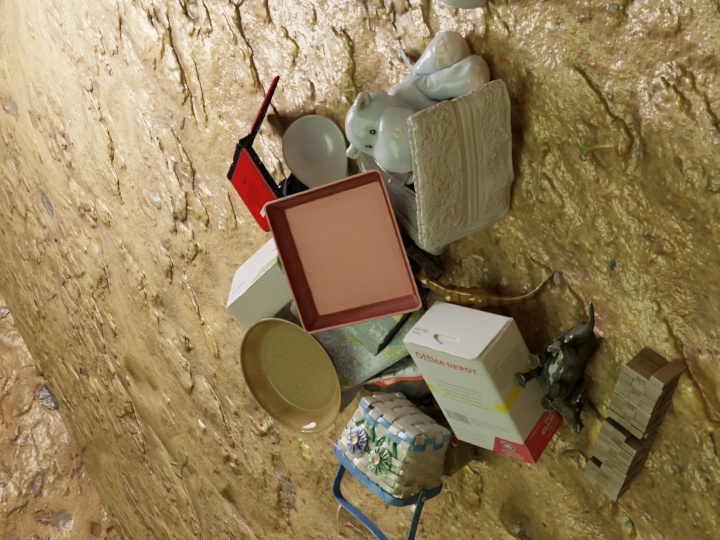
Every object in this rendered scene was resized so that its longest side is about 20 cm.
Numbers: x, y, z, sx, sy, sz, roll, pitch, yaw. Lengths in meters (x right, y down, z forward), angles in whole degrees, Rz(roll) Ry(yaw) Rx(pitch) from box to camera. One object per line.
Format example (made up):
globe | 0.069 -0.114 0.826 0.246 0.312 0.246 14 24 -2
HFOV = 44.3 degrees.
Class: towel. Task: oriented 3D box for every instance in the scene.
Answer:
towel | 0.124 -0.122 1.076 0.035 0.131 0.202 50 158 45
towel | 0.002 0.075 1.378 0.199 0.048 0.173 -33 87 25

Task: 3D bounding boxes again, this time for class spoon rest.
spoon rest | -0.049 -0.140 1.351 0.203 0.098 0.061 65 177 -9

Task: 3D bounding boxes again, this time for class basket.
basket | 0.036 0.296 1.318 0.175 0.138 0.203 30 114 41

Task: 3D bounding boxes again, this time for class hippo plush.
hippo plush | 0.060 -0.210 1.105 0.200 0.159 0.161 43 139 27

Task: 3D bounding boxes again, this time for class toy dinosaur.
toy dinosaur | 0.164 0.043 1.188 0.197 0.061 0.107 6 147 23
toy dinosaur | 0.256 0.112 1.107 0.076 0.101 0.203 28 123 40

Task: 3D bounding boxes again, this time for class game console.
game console | -0.139 -0.176 1.386 0.174 0.118 0.200 56 165 0

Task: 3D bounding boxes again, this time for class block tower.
block tower | 0.331 0.187 1.079 0.058 0.054 0.203 36 134 32

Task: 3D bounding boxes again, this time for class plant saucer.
plant saucer | -0.021 -0.026 1.251 0.197 0.037 0.203 -14 99 29
plant saucer | -0.105 0.162 1.404 0.197 0.035 0.204 15 119 28

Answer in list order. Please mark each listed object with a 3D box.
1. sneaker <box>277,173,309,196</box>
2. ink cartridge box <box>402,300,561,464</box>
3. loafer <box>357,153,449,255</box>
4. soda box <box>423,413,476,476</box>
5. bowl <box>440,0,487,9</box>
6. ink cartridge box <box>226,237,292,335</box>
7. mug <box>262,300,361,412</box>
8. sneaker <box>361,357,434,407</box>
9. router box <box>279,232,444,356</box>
sneaker | -0.075 -0.068 1.427 0.112 0.072 0.202 -34 81 55
ink cartridge box | 0.165 0.149 1.187 0.144 0.084 0.201 11 140 48
loafer | 0.068 -0.108 1.244 0.070 0.070 0.201 -47 62 14
soda box | 0.090 0.271 1.416 0.198 0.067 0.065 0 109 51
bowl | 0.088 -0.422 1.027 0.200 0.074 0.201 44 139 24
ink cartridge box | -0.159 0.017 1.499 0.067 0.117 0.200 47 -170 -15
mug | -0.077 0.135 1.495 0.174 0.147 0.203 31 116 22
sneaker | 0.074 0.184 1.385 0.199 0.077 0.083 -18 103 55
router box | 0.000 0.000 1.304 0.199 0.052 0.158 41 114 8
